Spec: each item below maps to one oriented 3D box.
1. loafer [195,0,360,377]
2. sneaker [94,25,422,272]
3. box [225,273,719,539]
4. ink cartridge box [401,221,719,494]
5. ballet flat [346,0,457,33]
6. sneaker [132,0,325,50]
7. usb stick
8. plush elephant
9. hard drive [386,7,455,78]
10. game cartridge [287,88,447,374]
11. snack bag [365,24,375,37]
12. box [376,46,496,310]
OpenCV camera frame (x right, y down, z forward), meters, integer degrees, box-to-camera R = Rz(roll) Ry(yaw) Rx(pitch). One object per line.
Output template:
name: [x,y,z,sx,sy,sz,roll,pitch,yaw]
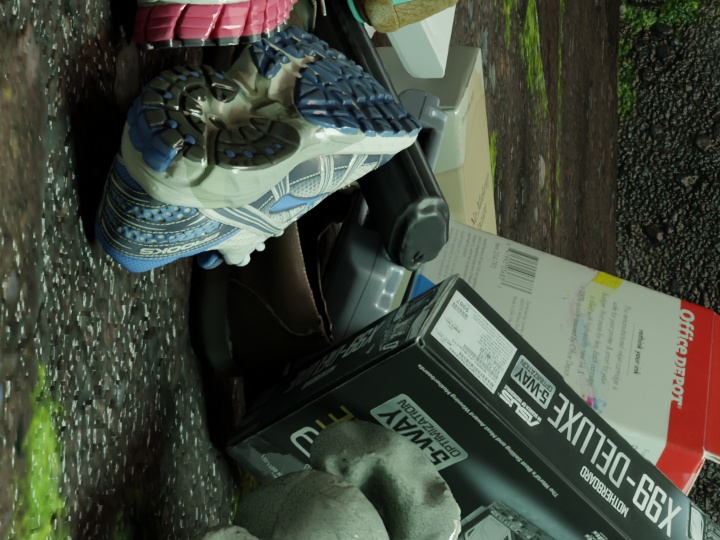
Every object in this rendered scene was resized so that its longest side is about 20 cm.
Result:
loafer: [-0.033,-0.047,0.871,0.073,0.071,0.200,31,61,-75]
sneaker: [-0.049,-0.048,0.774,0.085,0.077,0.200,-53,163,28]
box: [0.057,0.109,0.846,0.200,0.158,0.050,44,48,-13]
ink cartridge box: [0.114,0.059,0.929,0.116,0.200,0.067,-71,180,-50]
ballet flat: [0.052,-0.191,0.935,0.200,0.072,0.068,-64,143,-48]
sneaker: [-0.044,-0.156,0.801,0.200,0.081,0.075,-57,144,-65]
usb stick: [-0.002,-0.090,0.905,0.055,0.033,0.200,91,-20,-57]
plush elephant: [-0.025,0.157,0.763,0.165,0.200,0.155,-20,83,-54]
hard drive: [0.036,-0.230,1.034,0.132,0.027,0.200,56,40,-58]
game cartridge: [0.000,0.000,0.980,0.200,0.041,0.133,-72,-179,-57]
snack bag: [-0.011,-0.196,1.065,0.200,0.021,0.189,-66,153,-59]
box: [0.042,-0.037,1.170,0.095,0.078,0.200,-69,156,-53]
